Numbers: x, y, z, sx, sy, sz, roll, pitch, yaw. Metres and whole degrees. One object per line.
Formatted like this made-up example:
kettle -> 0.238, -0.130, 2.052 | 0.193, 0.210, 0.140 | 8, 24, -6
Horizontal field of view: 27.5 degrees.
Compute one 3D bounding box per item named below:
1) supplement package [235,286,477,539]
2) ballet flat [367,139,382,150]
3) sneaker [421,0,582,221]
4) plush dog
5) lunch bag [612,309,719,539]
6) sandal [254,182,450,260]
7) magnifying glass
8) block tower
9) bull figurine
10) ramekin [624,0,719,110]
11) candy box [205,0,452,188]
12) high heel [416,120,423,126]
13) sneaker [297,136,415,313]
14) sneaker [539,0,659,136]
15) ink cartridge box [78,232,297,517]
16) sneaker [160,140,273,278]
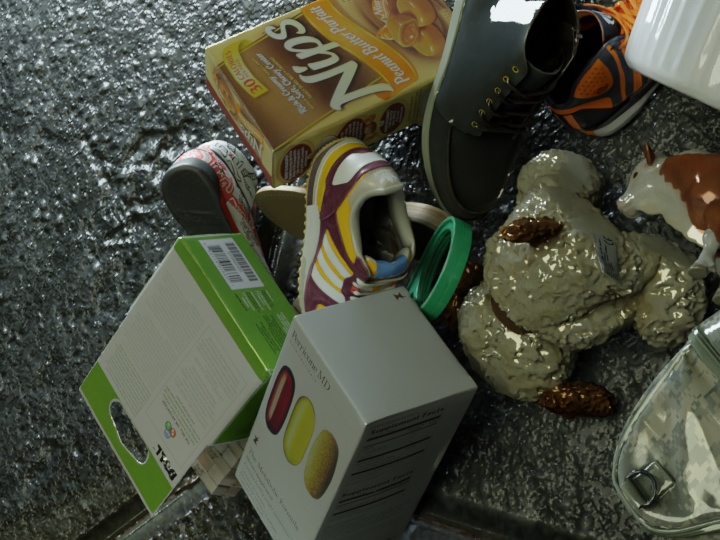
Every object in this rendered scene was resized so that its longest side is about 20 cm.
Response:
supplement package -> -0.008, 0.128, 1.161 | 0.114, 0.109, 0.201 | 53, 140, 30
ballet flat -> 0.024, -0.204, 1.297 | 0.073, 0.074, 0.203 | -9, 78, 31
sneaker -> 0.106, -0.126, 1.125 | 0.106, 0.074, 0.203 | -143, 55, -58
plush dog -> 0.140, 0.025, 1.133 | 0.200, 0.159, 0.173 | 46, 128, 31
lunch bag -> 0.268, 0.121, 0.985 | 0.167, 0.199, 0.140 | -40, 58, 15
sandal -> 0.009, -0.061, 1.281 | 0.210, 0.078, 0.070 | 11, 57, 37
magnifying glass -> 0.040, 0.034, 1.201 | 0.080, 0.022, 0.201 | -81, 15, -45
block tower -> -0.072, 0.105, 1.294 | 0.201, 0.054, 0.058 | -51, 58, 12
bull figurine -> 0.282, -0.037, 1.053 | 0.197, 0.065, 0.123 | 0, 57, 12
ramekin -> 0.284, -0.155, 1.038 | 0.200, 0.199, 0.099 | 32, 104, 34
candy box -> -0.013, -0.160, 1.185 | 0.198, 0.056, 0.116 | -26, 64, -19
high heel -> 0.119, -0.199, 1.253 | 0.068, 0.095, 0.201 | 52, 129, 27
sneaker -> 0.000, 0.000, 1.165 | 0.090, 0.074, 0.202 | 41, 143, 47
sneaker -> 0.217, -0.193, 1.136 | 0.201, 0.112, 0.078 | -52, 58, 12
ink cartridge box -> -0.142, 0.089, 1.261 | 0.148, 0.075, 0.200 | 54, 124, 23
sneaker -> -0.109, -0.021, 1.339 | 0.067, 0.108, 0.203 | -19, 105, 20
